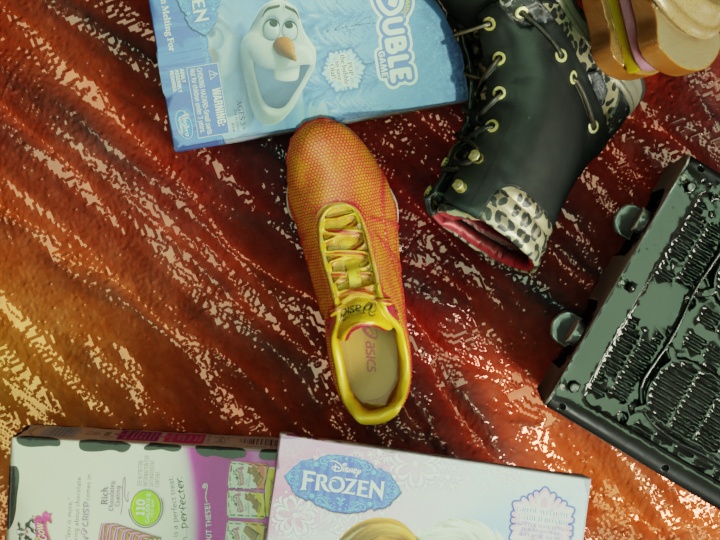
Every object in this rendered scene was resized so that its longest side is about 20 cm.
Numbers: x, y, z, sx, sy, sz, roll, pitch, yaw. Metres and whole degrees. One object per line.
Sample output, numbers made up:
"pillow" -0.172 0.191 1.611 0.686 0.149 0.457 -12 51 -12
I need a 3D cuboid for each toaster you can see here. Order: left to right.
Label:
"toaster" 0.233 0.047 0.930 0.199 0.119 0.182 30 93 -2

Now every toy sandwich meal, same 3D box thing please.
"toy sandwich meal" 0.168 -0.216 0.905 0.070 0.205 0.207 -22 94 32

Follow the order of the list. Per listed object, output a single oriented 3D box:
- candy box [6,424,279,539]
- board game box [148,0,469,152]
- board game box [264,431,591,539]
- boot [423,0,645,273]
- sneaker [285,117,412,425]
"candy box" -0.130 0.177 0.957 0.198 0.061 0.138 4 92 -3
"board game box" -0.041 -0.193 0.948 0.197 0.043 0.202 -10 94 -2
"board game box" 0.032 0.213 0.903 0.198 0.041 0.202 8 85 -2
"boot" 0.076 -0.111 0.901 0.203 0.073 0.155 37 73 -25
"sneaker" 0.000 0.000 0.934 0.072 0.077 0.202 -16 100 -2
